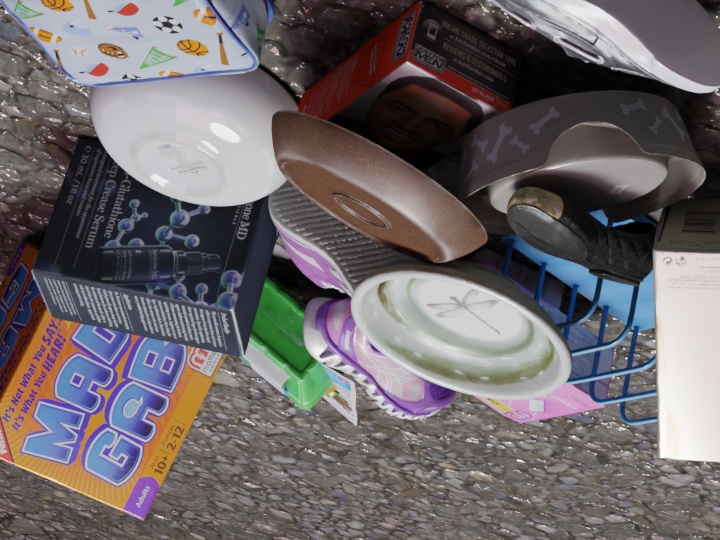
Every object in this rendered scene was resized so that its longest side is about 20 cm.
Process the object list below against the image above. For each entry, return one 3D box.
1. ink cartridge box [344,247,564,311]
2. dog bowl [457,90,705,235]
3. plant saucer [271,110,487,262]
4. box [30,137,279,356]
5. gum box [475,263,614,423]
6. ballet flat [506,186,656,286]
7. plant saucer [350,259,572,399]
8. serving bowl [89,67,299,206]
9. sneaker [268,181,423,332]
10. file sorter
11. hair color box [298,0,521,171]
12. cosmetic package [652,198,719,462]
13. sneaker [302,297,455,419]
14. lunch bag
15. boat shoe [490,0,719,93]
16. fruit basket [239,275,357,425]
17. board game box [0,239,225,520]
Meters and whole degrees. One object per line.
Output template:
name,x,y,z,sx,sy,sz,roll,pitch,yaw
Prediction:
ink cartridge box,0.081,0.031,1.766,0.175,0.045,0.200,22,153,-14
dog bowl,0.170,-0.085,1.402,0.198,0.059,0.200,-7,166,-2
plant saucer,0.007,-0.060,1.419,0.199,0.035,0.200,30,170,6
box,-0.190,-0.022,1.685,0.198,0.149,0.107,11,154,7
gum box,0.143,0.076,1.698,0.199,0.067,0.113,32,148,-33
ballet flat,0.176,-0.035,1.413,0.066,0.057,0.200,10,172,37
plant saucer,0.092,0.040,1.525,0.199,0.050,0.201,17,152,10
serving bowl,-0.149,-0.116,1.556,0.199,0.066,0.201,12,149,7
sneaker,0.000,-0.001,1.666,0.200,0.073,0.114,42,164,21
file sorter,0.235,0.042,1.620,0.199,0.123,0.138,33,148,-32
hair color box,0.032,-0.135,1.441,0.101,0.062,0.200,25,152,-21
cosmetic package,0.287,0.050,1.484,0.071,0.105,0.201,2,116,16
sneaker,0.036,0.082,1.761,0.088,0.081,0.200,-23,137,36
lunch bag,-0.176,-0.209,1.392,0.199,0.076,0.160,0,153,27
boat shoe,0.171,-0.179,1.267,0.199,0.072,0.068,25,151,-14
fruit basket,-0.079,0.091,1.874,0.185,0.094,0.200,39,162,11
board game box,-0.296,0.113,1.877,0.199,0.201,0.200,28,178,-26
